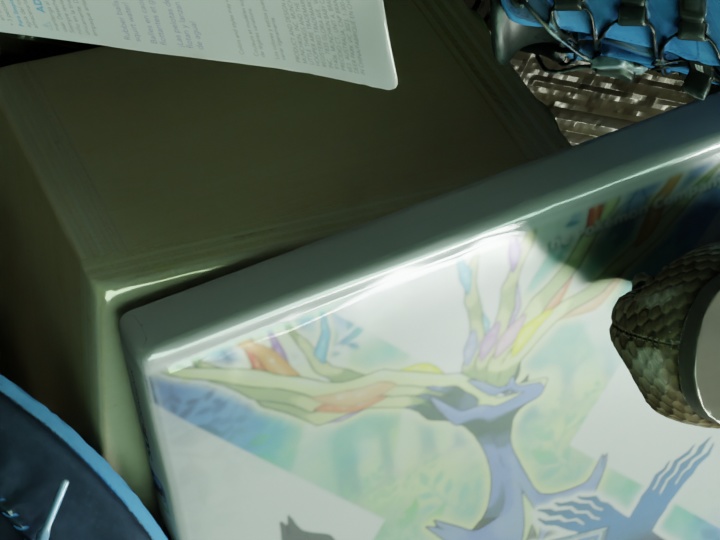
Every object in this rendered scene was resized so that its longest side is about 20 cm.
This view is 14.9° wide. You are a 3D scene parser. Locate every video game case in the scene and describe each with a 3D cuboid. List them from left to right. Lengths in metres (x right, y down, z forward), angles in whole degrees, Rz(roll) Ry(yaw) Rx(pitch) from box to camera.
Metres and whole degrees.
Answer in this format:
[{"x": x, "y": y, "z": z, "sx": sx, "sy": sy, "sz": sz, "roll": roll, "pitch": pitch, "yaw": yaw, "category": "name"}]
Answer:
[{"x": 0.041, "y": 0.049, "z": 0.776, "sx": 0.199, "sy": 0.022, "sz": 0.183, "roll": -20, "pitch": 134, "yaw": -12, "category": "video game case"}]

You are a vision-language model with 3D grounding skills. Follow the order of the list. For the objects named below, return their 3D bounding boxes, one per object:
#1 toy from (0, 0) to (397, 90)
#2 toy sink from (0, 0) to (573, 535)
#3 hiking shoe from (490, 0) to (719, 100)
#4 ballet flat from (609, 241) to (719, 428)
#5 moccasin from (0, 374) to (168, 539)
[{"x": -0.084, "y": -0.109, "z": 0.661, "sx": 0.047, "sy": 0.199, "sz": 0.116, "roll": -59, "pitch": 149, "yaw": -36, "category": "toy"}, {"x": 0.000, "y": 0.000, "z": 0.808, "sx": 0.199, "sy": 0.112, "sz": 0.131, "roll": -13, "pitch": 133, "yaw": -18, "category": "toy sink"}, {"x": 0.077, "y": -0.073, "z": 0.716, "sx": 0.087, "sy": 0.200, "sz": 0.074, "roll": -45, "pitch": 161, "yaw": -4, "category": "hiking shoe"}, {"x": 0.137, "y": 0.018, "z": 0.765, "sx": 0.199, "sy": 0.046, "sz": 0.068, "roll": 0, "pitch": 98, "yaw": -45, "category": "ballet flat"}, {"x": -0.079, "y": 0.104, "z": 0.733, "sx": 0.200, "sy": 0.068, "sz": 0.080, "roll": 48, "pitch": 138, "yaw": -10, "category": "moccasin"}]
